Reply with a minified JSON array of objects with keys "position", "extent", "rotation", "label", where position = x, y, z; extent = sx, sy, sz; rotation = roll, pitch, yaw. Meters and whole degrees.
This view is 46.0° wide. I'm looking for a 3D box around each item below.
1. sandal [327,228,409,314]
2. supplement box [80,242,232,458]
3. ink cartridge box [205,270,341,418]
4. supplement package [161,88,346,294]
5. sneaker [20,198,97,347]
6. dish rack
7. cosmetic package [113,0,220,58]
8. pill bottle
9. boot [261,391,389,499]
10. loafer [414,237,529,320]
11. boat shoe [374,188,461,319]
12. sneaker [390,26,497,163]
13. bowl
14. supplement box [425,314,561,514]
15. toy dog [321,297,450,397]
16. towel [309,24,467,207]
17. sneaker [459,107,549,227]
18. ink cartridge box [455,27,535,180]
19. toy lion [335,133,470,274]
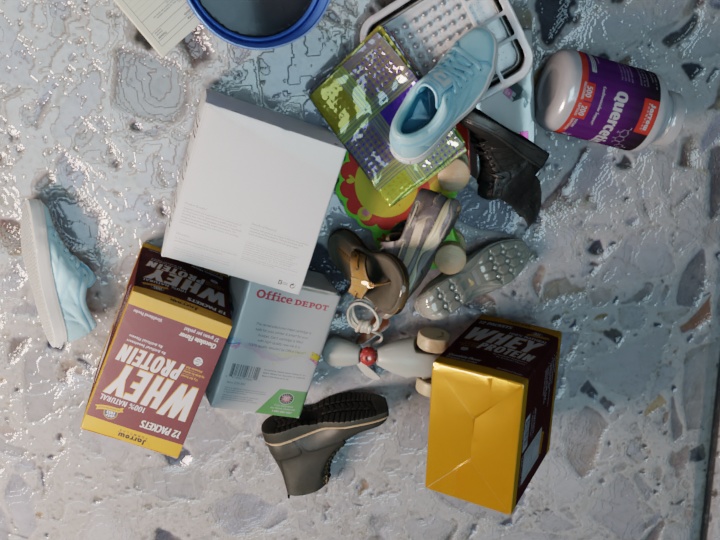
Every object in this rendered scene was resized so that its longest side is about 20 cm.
[{"position":[0.000,0.000,1.161],"extent":[0.054,0.200,0.083],"rotation":[-10,123,-32],"label":"sandal"},{"position":[-0.270,0.101,1.143],"extent":[0.131,0.200,0.200],"rotation":[21,104,-17],"label":"supplement box"},{"position":[-0.131,0.096,1.216],"extent":[0.143,0.088,0.204],"rotation":[12,109,-27],"label":"ink cartridge box"},{"position":[-0.145,-0.107,1.125],"extent":[0.188,0.147,0.204],"rotation":[16,105,-16],"label":"supplement package"},{"position":[-0.410,-0.003,1.164],"extent":[0.081,0.073,0.205],"rotation":[-18,108,-36],"label":"sneaker"},{"position":[0.115,-0.301,1.136],"extent":[0.197,0.044,0.174],"rotation":[-27,104,18],"label":"dish rack"},{"position":[-0.275,-0.378,1.050],"extent":[0.103,0.073,0.201],"rotation":[-38,111,3],"label":"cosmetic package"},{"position":[0.352,-0.235,1.195],"extent":[0.196,0.113,0.115],"rotation":[11,106,-13],"label":"pill bottle"},{"position":[-0.042,0.274,1.319],"extent":[0.195,0.078,0.141],"rotation":[-11,115,7],"label":"boot"},{"position":[0.165,0.009,1.268],"extent":[0.197,0.070,0.071],"rotation":[-27,100,-19],"label":"loafer"},{"position":[0.066,-0.027,1.178],"extent":[0.073,0.074,0.202],"rotation":[33,112,10],"label":"boat shoe"},{"position":[0.108,-0.225,1.057],"extent":[0.073,0.082,0.202],"rotation":[33,86,11],"label":"sneaker"},{"position":[-0.127,-0.373,1.034],"extent":[0.196,0.039,0.205],"rotation":[-4,103,-17],"label":"bowl"},{"position":[0.197,0.201,1.241],"extent":[0.130,0.199,0.202],"rotation":[11,111,25],"label":"supplement box"},{"position":[0.049,0.118,1.283],"extent":[0.197,0.096,0.134],"rotation":[27,105,-2],"label":"toy dog"},{"position":[0.034,-0.204,1.135],"extent":[0.142,0.023,0.202],"rotation":[-34,93,15],"label":"towel"},{"position":[0.190,-0.143,1.171],"extent":[0.197,0.060,0.105],"rotation":[21,109,-34],"label":"sneaker"},{"position":[0.159,-0.228,1.199],"extent":[0.170,0.044,0.204],"rotation":[-9,110,-9],"label":"ink cartridge box"},{"position":[0.059,-0.100,1.206],"extent":[0.187,0.069,0.204],"rotation":[1,116,6],"label":"toy lion"}]
